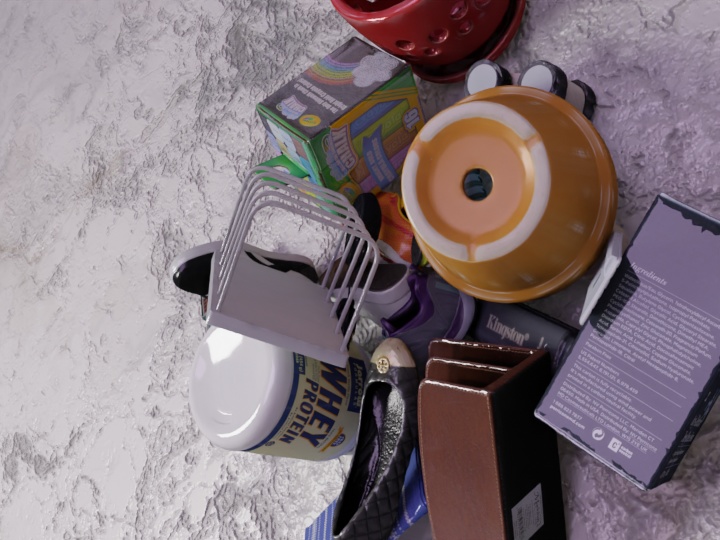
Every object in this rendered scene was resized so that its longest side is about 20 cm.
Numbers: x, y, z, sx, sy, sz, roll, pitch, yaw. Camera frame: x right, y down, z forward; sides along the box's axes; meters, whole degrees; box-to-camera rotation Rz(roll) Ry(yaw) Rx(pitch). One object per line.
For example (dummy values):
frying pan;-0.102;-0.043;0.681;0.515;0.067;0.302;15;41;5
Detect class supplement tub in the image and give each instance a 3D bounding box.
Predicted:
supplement tub;-0.072;0.130;0.913;0.143;0.198;0.149;-14;67;36

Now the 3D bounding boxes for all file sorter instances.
file sorter;-0.068;-0.016;0.840;0.200;0.136;0.127;-117;48;-71

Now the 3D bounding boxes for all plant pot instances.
plant pot;0.120;-0.070;0.738;0.195;0.183;0.206;0;91;22
plant pot;0.087;-0.333;0.961;0.197;0.181;0.205;-15;64;35

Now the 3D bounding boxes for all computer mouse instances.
computer mouse;0.000;0.000;0.901;0.059;0.033;0.204;127;156;-55

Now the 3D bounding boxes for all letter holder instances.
letter holder;0.098;0.177;0.764;0.140;0.100;0.205;4;108;42

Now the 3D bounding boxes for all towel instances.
towel;0.005;0.262;0.875;0.201;0.024;0.145;-48;15;18

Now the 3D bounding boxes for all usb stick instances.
usb stick;0.151;0.058;0.822;0.056;0.032;0.199;-65;26;2

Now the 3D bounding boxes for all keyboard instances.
keyboard;0.203;0.002;0.697;0.010;0.200;0.057;25;104;13

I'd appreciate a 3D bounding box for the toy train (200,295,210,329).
toy train;-0.158;0.075;1.095;0.113;0.084;0.204;-34;56;40

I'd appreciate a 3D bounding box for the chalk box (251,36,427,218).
chalk box;-0.033;-0.154;0.976;0.199;0.125;0.124;-38;45;-13

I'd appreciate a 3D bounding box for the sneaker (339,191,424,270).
sneaker;0.022;-0.065;1.008;0.077;0.073;0.199;-49;56;-4

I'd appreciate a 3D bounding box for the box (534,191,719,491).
box;0.250;0.064;0.690;0.106;0.148;0.203;31;95;28

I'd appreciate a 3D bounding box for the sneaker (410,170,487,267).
sneaker;0.113;-0.080;0.929;0.074;0.079;0.204;127;162;-62

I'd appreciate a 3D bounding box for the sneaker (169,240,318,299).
sneaker;-0.124;0.031;0.998;0.074;0.196;0.113;-57;45;37

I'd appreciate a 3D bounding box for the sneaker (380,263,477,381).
sneaker;0.042;0.094;0.870;0.204;0.086;0.074;-65;20;6

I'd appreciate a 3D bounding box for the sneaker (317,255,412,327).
sneaker;0.014;0.034;0.970;0.073;0.085;0.199;-42;23;-14

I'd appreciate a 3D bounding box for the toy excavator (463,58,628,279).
toy excavator;0.193;-0.104;0.862;0.191;0.099;0.205;11;94;38

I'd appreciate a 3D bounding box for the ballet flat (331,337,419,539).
ballet flat;0.017;0.164;0.800;0.065;0.056;0.205;-1;74;42
